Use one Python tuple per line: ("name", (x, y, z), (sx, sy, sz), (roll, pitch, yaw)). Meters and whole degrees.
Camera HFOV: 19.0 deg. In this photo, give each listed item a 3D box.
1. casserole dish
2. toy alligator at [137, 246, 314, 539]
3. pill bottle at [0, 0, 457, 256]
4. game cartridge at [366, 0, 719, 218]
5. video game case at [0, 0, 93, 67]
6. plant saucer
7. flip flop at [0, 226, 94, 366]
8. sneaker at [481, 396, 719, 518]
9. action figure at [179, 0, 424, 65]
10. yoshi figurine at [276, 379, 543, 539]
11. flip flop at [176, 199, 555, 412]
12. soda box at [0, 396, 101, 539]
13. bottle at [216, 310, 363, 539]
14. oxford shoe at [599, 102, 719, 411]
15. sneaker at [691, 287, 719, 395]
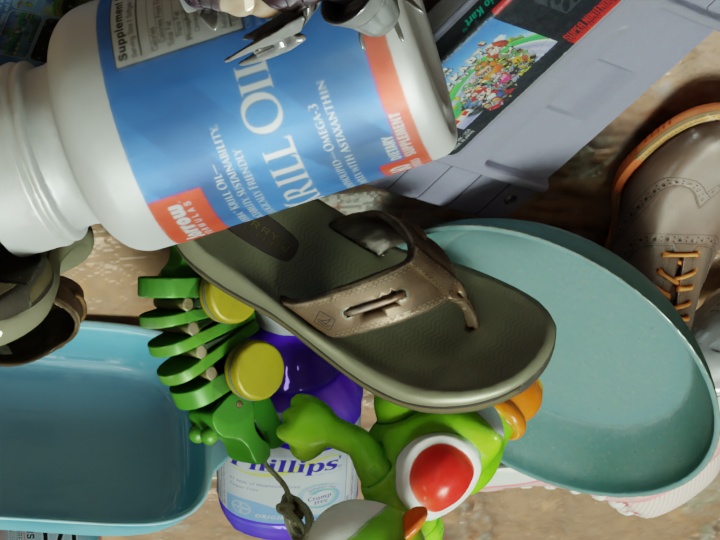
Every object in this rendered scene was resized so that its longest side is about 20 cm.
("casserole dish", (-0.166, 0.084, 1.119), (0.198, 0.122, 0.039), (4, 145, -13))
("toy alligator", (-0.073, 0.060, 1.089), (0.054, 0.059, 0.201), (-26, 107, -31))
("pill bottle", (-0.067, -0.073, 0.929), (0.199, 0.113, 0.112), (-18, 141, 9))
("game cartridge", (0.083, -0.099, 1.010), (0.129, 0.039, 0.200), (9, 139, -43))
("video game case", (-0.077, -0.128, 0.963), (0.199, 0.018, 0.143), (10, 137, -24))
("plant saucer", (0.099, 0.039, 1.118), (0.199, 0.036, 0.201), (22, 144, 17))
("flip flop", (-0.160, 0.018, 1.006), (0.081, 0.200, 0.058), (-23, 101, 0))
("sneaker", (0.124, 0.108, 1.252), (0.199, 0.076, 0.105), (-12, 137, -4))
("action figure", (-0.046, -0.162, 0.822), (0.130, 0.069, 0.200), (-37, 109, 19))
("yoshi figurine", (0.008, 0.119, 1.080), (0.112, 0.201, 0.112), (19, 144, 19))
("flip flop", (0.000, 0.000, 1.029), (0.199, 0.081, 0.058), (30, 151, 3))
("soda box", (-0.171, 0.153, 1.139), (0.063, 0.201, 0.069), (2, 142, -14))
("bottle", (-0.039, 0.071, 1.175), (0.083, 0.066, 0.201), (2, 140, -2))
("oxford shoe", (0.163, -0.005, 1.125), (0.071, 0.073, 0.201), (1, 140, -16))
("sneaker", (0.247, -0.015, 1.139), (0.199, 0.078, 0.140), (-24, 139, 1))
